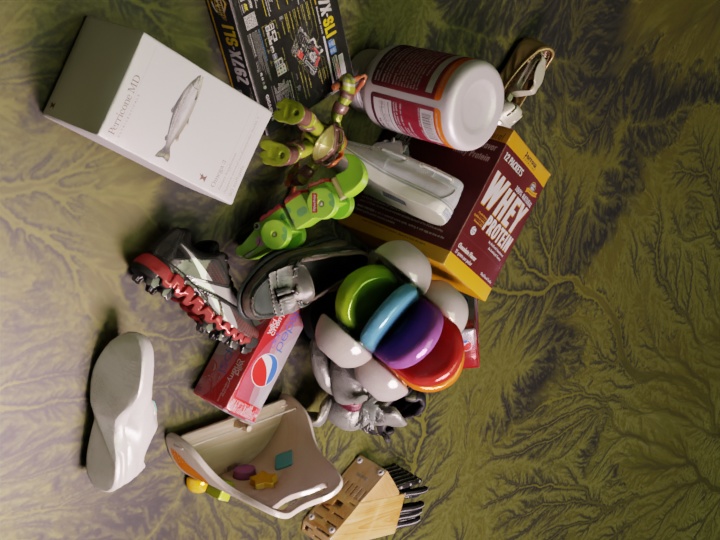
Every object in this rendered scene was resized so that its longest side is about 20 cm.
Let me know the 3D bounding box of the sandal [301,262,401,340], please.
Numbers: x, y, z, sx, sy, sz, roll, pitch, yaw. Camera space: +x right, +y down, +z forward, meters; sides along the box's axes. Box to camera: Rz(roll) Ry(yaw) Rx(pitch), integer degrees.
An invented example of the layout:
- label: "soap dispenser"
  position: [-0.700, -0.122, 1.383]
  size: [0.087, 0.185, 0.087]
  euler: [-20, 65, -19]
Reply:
- label: "sandal"
  position: [0.007, 0.044, 1.441]
  size: [0.200, 0.048, 0.076]
  euler: [-27, 106, -43]

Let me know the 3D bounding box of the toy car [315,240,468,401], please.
- label: "toy car"
  position: [0.056, 0.078, 1.355]
  size: [0.175, 0.150, 0.200]
  euler: [-48, 125, -4]

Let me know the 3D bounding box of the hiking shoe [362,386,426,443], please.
- label: "hiking shoe"
  position: [0.075, 0.177, 1.640]
  size: [0.200, 0.100, 0.076]
  euler: [-51, 137, -18]

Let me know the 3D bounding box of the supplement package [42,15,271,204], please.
- label: "supplement package"
  position: [-0.215, -0.169, 1.165]
  size: [0.199, 0.117, 0.118]
  euler: [26, 88, -49]

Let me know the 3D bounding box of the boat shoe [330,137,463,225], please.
- label: "boat shoe"
  position: [0.043, -0.131, 1.406]
  size: [0.072, 0.200, 0.070]
  euler: [-56, 160, -15]

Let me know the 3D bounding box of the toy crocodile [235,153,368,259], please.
- label: "toy crocodile"
  position: [-0.073, -0.073, 1.344]
  size: [0.199, 0.062, 0.067]
  euler: [-32, 171, 21]

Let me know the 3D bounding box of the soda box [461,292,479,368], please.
- label: "soda box"
  position: [0.140, 0.059, 1.595]
  size: [0.201, 0.063, 0.071]
  euler: [-81, 164, -57]

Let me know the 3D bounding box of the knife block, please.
- label: "knife block"
  position: [0.018, 0.385, 1.699]
  size: [0.200, 0.064, 0.176]
  euler: [-46, 134, -23]

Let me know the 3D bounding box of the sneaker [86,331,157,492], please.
- label: "sneaker"
  position: [-0.274, 0.162, 1.298]
  size: [0.088, 0.075, 0.202]
  euler: [-13, 123, -57]

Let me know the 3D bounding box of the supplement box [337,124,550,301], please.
- label: "supplement box"
  position: [0.116, -0.099, 1.486]
  size: [0.133, 0.196, 0.201]
  euler: [36, 79, -50]

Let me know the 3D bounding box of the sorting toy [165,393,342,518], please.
- label: "sorting toy"
  position: [-0.122, 0.261, 1.407]
  size: [0.199, 0.179, 0.108]
  euler: [-15, 117, -42]

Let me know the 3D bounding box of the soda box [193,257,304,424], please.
- label: "soda box"
  position: [-0.132, 0.090, 1.403]
  size: [0.063, 0.070, 0.201]
  euler: [36, 79, -49]

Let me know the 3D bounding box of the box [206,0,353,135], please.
- label: "box"
  position: [-0.094, -0.287, 1.296]
  size: [0.159, 0.049, 0.201]
  euler: [-40, 132, -32]

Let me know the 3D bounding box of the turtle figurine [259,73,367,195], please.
- label: "turtle figurine"
  position: [-0.059, -0.153, 1.329]
  size: [0.201, 0.064, 0.161]
  euler: [-56, 161, 18]

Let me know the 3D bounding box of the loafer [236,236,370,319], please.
- label: "loafer"
  position: [-0.067, 0.007, 1.336]
  size: [0.199, 0.062, 0.073]
  euler: [-30, 122, -45]

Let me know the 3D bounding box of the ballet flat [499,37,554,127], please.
- label: "ballet flat"
  position: [0.229, -0.266, 1.638]
  size: [0.069, 0.063, 0.201]
  euler: [37, 80, -48]

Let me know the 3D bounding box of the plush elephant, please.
- label: "plush elephant"
  position: [-0.005, 0.157, 1.520]
  size: [0.163, 0.155, 0.202]
  euler: [11, 57, -14]

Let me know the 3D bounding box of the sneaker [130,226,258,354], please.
- label: "sneaker"
  position: [-0.181, 0.021, 1.306]
  size: [0.200, 0.071, 0.098]
  euler: [44, 70, -34]

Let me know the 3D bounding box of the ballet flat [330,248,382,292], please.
- label: "ballet flat"
  position: [0.000, 0.000, 1.507]
  size: [0.199, 0.070, 0.071]
  euler: [0, 107, -44]

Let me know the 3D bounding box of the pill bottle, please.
- label: "pill bottle"
  position: [0.076, -0.228, 1.388]
  size: [0.112, 0.199, 0.114]
  euler: [-21, 122, -39]
